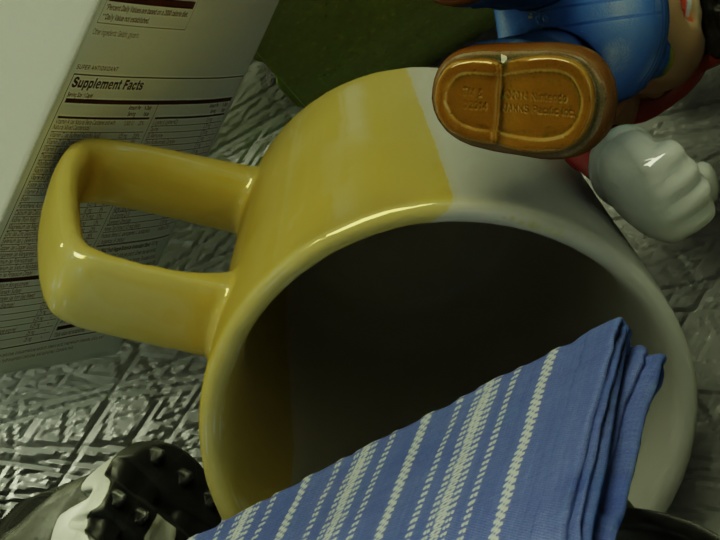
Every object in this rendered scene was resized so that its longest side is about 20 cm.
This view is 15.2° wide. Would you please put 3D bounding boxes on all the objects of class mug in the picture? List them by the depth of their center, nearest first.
[{"bbox_3d":[0.010,-0.002,0.854,0.149,0.187,0.153,-38,25,16],"label":"mug"}]

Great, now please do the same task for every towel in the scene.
[{"bbox_3d":[-0.011,0.088,0.727,0.199,0.024,0.145,-29,14,21],"label":"towel"}]

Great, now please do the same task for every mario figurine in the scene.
[{"bbox_3d":[0.085,-0.086,0.821,0.105,0.124,0.200,26,15,14],"label":"mario figurine"}]

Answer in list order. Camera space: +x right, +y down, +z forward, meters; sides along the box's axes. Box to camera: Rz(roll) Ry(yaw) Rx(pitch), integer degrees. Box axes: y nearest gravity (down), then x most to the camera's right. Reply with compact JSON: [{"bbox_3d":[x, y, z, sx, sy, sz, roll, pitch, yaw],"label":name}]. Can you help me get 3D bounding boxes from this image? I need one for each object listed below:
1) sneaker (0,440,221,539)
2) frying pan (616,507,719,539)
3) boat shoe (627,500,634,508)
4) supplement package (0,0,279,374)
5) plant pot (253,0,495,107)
[{"bbox_3d":[-0.112,0.147,0.843,0.090,0.066,0.201,-14,44,42],"label":"sneaker"},{"bbox_3d":[0.088,0.148,0.705,0.115,0.031,0.190,-31,67,-10],"label":"frying pan"},{"bbox_3d":[-0.002,0.130,0.786,0.199,0.069,0.075,-28,37,-8],"label":"boat shoe"},{"bbox_3d":[-0.148,-0.098,0.936,0.191,0.147,0.201,31,104,17],"label":"supplement package"},{"bbox_3d":[0.019,-0.161,1.040,0.190,0.200,0.200,-39,37,4],"label":"plant pot"}]
